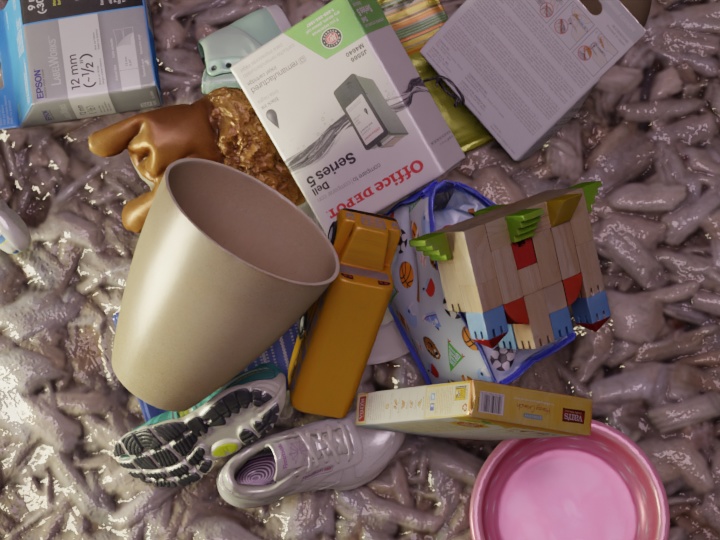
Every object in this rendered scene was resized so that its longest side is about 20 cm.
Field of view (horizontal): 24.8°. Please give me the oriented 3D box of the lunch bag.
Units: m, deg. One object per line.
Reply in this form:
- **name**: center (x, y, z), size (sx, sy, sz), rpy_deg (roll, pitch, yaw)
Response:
- **lunch bag**: center (0.099, 0.012, 1.623), size (0.124, 0.170, 0.201), rpy_deg (-32, 91, -23)

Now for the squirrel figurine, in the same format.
- **squirrel figurine**: center (-0.149, -0.079, 1.680), size (0.199, 0.142, 0.187), rpy_deg (-22, 84, 11)

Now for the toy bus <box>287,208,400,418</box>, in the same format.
- **toy bus**: center (-0.016, 0.041, 1.614), size (0.065, 0.078, 0.201), rpy_deg (12, 120, -13)

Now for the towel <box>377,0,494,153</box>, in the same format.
- **towel**: center (0.079, -0.219, 1.786), size (0.086, 0.018, 0.201), rpy_deg (-25, 77, -6)

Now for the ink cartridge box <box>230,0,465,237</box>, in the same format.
- **ink cartridge box**: center (-0.011, -0.155, 1.624), size (0.145, 0.084, 0.201), rpy_deg (-29, 93, 23)

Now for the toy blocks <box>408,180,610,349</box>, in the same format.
- **toy blocks**: center (0.150, 0.010, 1.511), size (0.199, 0.100, 0.137), rpy_deg (-20, 101, -34)

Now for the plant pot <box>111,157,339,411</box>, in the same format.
- **plant pot**: center (-0.151, 0.029, 1.551), size (0.187, 0.187, 0.200), rpy_deg (38, 112, 9)

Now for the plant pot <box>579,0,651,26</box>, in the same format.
- **plant pot**: center (0.223, -0.328, 1.755), size (0.199, 0.135, 0.201), rpy_deg (0, 75, 1)

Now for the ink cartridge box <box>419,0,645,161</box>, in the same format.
- **ink cartridge box**: center (0.183, -0.237, 1.710), size (0.200, 0.057, 0.163), rpy_deg (-44, 81, 23)

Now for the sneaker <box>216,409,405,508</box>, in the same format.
- **sneaker**: center (-0.047, 0.190, 1.637), size (0.199, 0.100, 0.075), rpy_deg (-20, 78, -6)

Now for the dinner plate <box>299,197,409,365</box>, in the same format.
- **dinner plate**: center (0.000, 0.000, 1.727), size (0.199, 0.024, 0.201), rpy_deg (0, 77, 0)

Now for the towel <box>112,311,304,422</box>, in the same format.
- **towel**: center (-0.140, 0.075, 1.666), size (0.199, 0.024, 0.145), rpy_deg (-17, 117, -6)

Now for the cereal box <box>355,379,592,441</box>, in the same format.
- **cereal box**: center (0.106, 0.137, 1.578), size (0.143, 0.200, 0.040), rpy_deg (11, 78, -31)

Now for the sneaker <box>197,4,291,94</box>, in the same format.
- **sneaker**: center (-0.102, -0.184, 1.738), size (0.118, 0.074, 0.201), rpy_deg (-23, 60, -12)

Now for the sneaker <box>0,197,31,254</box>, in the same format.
- **sneaker**: center (-0.441, -0.057, 1.722), size (0.200, 0.076, 0.105), rpy_deg (38, 90, 16)

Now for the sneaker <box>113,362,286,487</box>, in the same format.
- **sneaker**: center (-0.156, 0.154, 1.642), size (0.199, 0.080, 0.078), rpy_deg (-25, 112, 19)

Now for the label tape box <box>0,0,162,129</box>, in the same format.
- **label tape box**: center (-0.322, -0.239, 1.766), size (0.199, 0.066, 0.144), rpy_deg (-9, 76, -4)

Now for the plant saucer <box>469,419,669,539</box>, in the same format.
- **plant saucer**: center (0.208, 0.249, 1.648), size (0.199, 0.051, 0.202), rpy_deg (0, 76, -1)

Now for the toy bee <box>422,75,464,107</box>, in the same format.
- **toy bee**: center (0.006, -0.195, 1.712), size (0.109, 0.200, 0.131), rpy_deg (-44, 111, -3)
